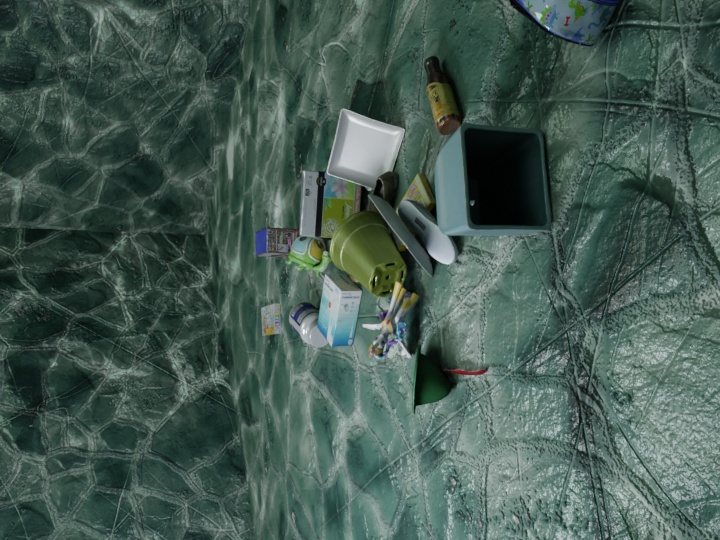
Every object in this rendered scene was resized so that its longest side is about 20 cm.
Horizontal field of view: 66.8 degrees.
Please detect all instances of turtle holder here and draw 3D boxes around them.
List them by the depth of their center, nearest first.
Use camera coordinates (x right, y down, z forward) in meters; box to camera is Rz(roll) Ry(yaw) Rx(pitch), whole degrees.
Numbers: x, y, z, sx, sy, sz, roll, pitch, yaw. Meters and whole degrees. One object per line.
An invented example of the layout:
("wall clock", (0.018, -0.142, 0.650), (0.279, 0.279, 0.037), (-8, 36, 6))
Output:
("turtle holder", (-0.189, -0.062, 2.037), (0.136, 0.137, 0.185), (-69, 21, 3))

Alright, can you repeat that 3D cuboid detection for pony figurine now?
("pony figurine", (0.084, 0.144, 1.471), (0.205, 0.163, 0.193), (-62, -15, -3))

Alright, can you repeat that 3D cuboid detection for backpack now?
("backpack", (0.346, -0.495, 0.934), (0.204, 0.178, 0.149), (65, 144, 31))

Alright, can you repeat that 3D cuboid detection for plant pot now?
("plant pot", (0.247, -0.165, 1.130), (0.199, 0.190, 0.204), (161, 107, -69))
("plant pot", (0.038, -0.031, 1.533), (0.191, 0.194, 0.205), (50, 133, 45))

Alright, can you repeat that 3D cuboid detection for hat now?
("hat", (0.219, 0.281, 1.356), (0.200, 0.169, 0.172), (-38, -49, -77))

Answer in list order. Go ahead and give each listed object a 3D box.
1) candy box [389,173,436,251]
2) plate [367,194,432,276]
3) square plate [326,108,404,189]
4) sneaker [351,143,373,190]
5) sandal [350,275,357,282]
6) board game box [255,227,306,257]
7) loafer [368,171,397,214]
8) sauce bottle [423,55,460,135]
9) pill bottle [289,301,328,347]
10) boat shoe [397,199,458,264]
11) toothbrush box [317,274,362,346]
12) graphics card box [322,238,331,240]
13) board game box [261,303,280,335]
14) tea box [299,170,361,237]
("candy box", (0.139, -0.156, 1.506), (0.202, 0.026, 0.105), (-59, 39, 46))
("plate", (0.112, -0.095, 1.401), (0.032, 0.199, 0.202), (-37, 58, 7))
("square plate", (0.014, -0.352, 1.610), (0.029, 0.194, 0.203), (-74, 1, -62))
("sneaker", (-0.001, -0.352, 1.671), (0.083, 0.116, 0.208), (-154, 67, -74))
("sandal", (0.000, 0.006, 1.732), (0.210, 0.067, 0.081), (-12, 80, 62))
("board game box", (-0.309, -0.110, 2.205), (0.158, 0.194, 0.101), (-7, 82, 61))
("loafer", (0.049, -0.196, 1.620), (0.074, 0.068, 0.206), (33, 120, 36))
("sauce bottle", (0.197, -0.437, 1.355), (0.066, 0.064, 0.206), (-46, 49, 53))
("pill bottle", (-0.184, 0.205, 2.042), (0.199, 0.116, 0.124), (33, 119, 58))
("boat shoe", (0.182, -0.102, 1.373), (0.202, 0.085, 0.076), (46, 126, 21))
("toothbrush box", (-0.074, 0.134, 1.863), (0.146, 0.083, 0.207), (41, 124, 56))
("graphics card box", (-0.145, -0.197, 2.044), (0.199, 0.049, 0.130), (34, 119, 60))
("board game box", (-0.430, 0.239, 2.619), (0.199, 0.033, 0.140), (-20, 71, 62))
("tea box", (-0.100, -0.214, 1.772), (0.134, 0.189, 0.208), (-137, 50, -78))
